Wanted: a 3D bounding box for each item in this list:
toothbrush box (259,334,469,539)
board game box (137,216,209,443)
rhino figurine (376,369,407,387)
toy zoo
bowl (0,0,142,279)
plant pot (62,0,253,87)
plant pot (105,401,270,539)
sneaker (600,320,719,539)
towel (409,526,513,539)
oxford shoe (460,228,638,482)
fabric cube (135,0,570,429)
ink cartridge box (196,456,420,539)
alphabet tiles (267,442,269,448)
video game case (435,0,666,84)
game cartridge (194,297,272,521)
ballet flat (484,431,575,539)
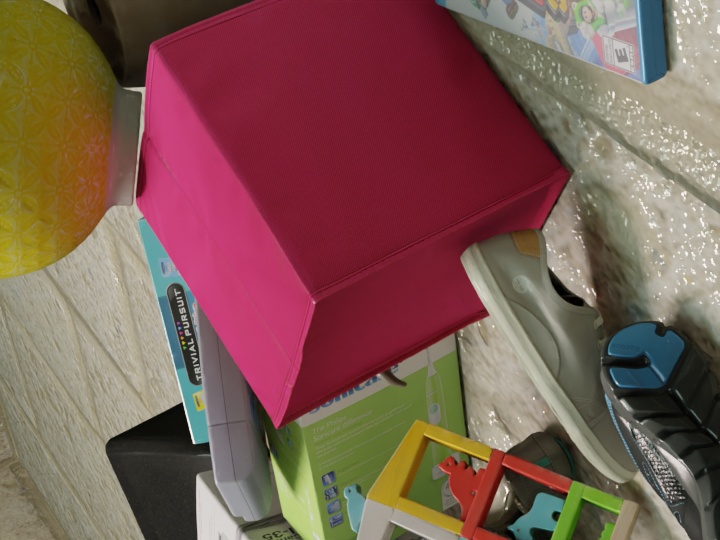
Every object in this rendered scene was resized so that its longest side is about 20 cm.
[{"bbox_3d":[0.003,0.119,1.151,0.086,0.145,0.201,40,148,46],"label":"toothbrush box"},{"bbox_3d":[-0.138,0.035,1.287,0.151,0.046,0.202,-60,-43,-78],"label":"board game box"},{"bbox_3d":[0.000,0.000,1.072,0.060,0.087,0.201,97,156,-57],"label":"rhino figurine"},{"bbox_3d":[0.077,0.187,0.983,0.198,0.132,0.020,20,167,22],"label":"toy zoo"},{"bbox_3d":[-0.207,-0.089,0.987,0.200,0.107,0.202,-175,90,-81],"label":"bowl"},{"bbox_3d":[-0.122,-0.218,1.051,0.200,0.173,0.201,47,153,34],"label":"plant pot"},{"bbox_3d":[-0.111,0.220,1.469,0.177,0.199,0.202,-17,97,57],"label":"plant pot"},{"bbox_3d":[0.208,0.122,0.818,0.201,0.073,0.082,61,174,25],"label":"sneaker"},{"bbox_3d":[0.107,0.277,1.087,0.199,0.086,0.165,37,151,-9],"label":"towel"},{"bbox_3d":[0.133,0.054,0.893,0.201,0.057,0.075,56,-173,-24],"label":"oxford shoe"},{"bbox_3d":[-0.015,-0.053,0.951,0.200,0.195,0.200,55,155,18],"label":"fabric cube"},{"bbox_3d":[-0.046,0.243,1.269,0.200,0.145,0.084,-145,51,-58],"label":"ink cartridge box"},{"bbox_3d":[-0.097,0.061,1.341,0.201,0.006,0.167,-93,-12,-47],"label":"alphabet tiles"},{"bbox_3d":[0.093,-0.196,0.794,0.200,0.018,0.144,35,144,51],"label":"video game case"},{"bbox_3d":[-0.101,0.083,1.123,0.133,0.041,0.202,92,170,-66],"label":"game cartridge"},{"bbox_3d":[0.108,0.184,1.090,0.068,0.063,0.201,55,156,23],"label":"ballet flat"}]
